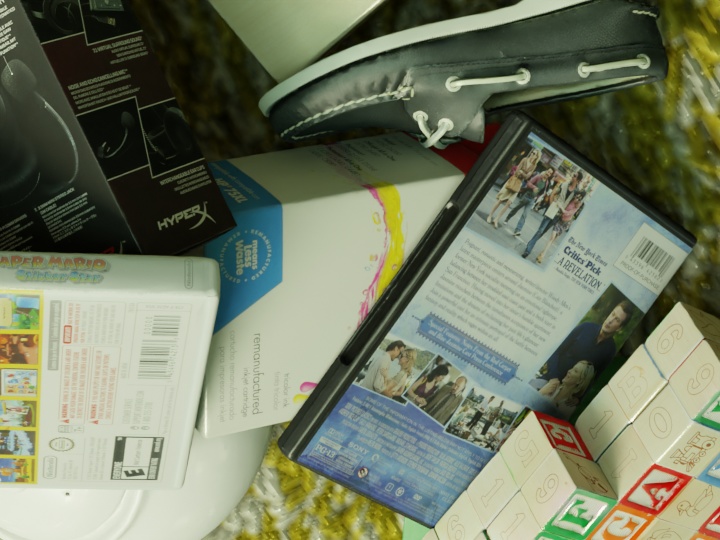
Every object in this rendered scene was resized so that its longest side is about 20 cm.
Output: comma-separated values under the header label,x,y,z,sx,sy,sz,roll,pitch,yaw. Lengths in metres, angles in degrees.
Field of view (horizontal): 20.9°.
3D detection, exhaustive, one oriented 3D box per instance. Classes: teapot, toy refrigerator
label,x,y,z,sx,sy,sz,roll,pitch,yaw
teapot,-0.150,0.083,1.024,0.197,0.146,0.200,-39,92,27
toy refrigerator,0.018,-0.184,0.940,0.200,0.070,0.076,-40,94,22

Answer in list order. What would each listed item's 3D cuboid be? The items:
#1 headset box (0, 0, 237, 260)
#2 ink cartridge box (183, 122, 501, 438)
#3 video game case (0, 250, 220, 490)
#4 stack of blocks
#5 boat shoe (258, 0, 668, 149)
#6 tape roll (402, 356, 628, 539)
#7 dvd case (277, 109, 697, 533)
label,x,y,z,sx,sy,sz,roll,pitch,yaw
headset box,-0.169,-0.074,0.869,0.149,0.077,0.200,-26,90,32
ink cartridge box,0.000,0.000,0.964,0.199,0.067,0.117,-11,117,-26
video game case,-0.161,0.048,0.861,0.181,0.023,0.200,2,151,-9
stack of blocks,0.128,0.113,0.970,0.115,0.059,0.200,21,118,-35
boat shoe,0.052,-0.091,0.943,0.199,0.076,0.060,-18,87,2
tape roll,0.124,0.145,1.070,0.200,0.048,0.201,4,113,9
dvd case,0.065,0.034,0.963,0.143,0.018,0.200,31,98,-38
